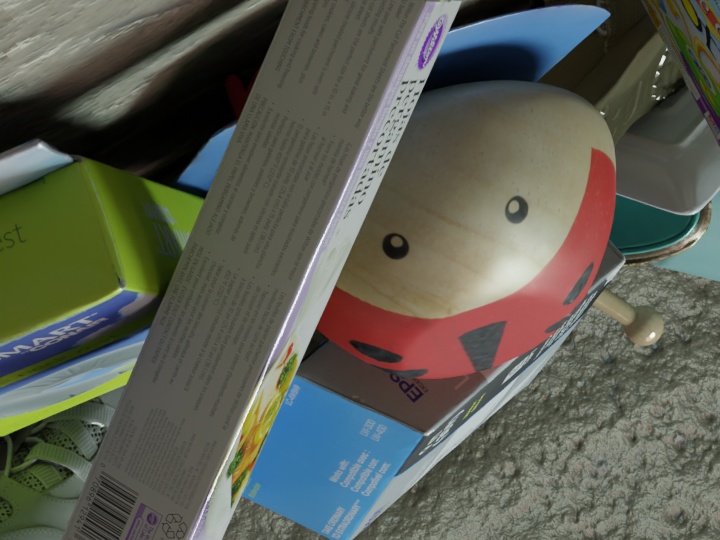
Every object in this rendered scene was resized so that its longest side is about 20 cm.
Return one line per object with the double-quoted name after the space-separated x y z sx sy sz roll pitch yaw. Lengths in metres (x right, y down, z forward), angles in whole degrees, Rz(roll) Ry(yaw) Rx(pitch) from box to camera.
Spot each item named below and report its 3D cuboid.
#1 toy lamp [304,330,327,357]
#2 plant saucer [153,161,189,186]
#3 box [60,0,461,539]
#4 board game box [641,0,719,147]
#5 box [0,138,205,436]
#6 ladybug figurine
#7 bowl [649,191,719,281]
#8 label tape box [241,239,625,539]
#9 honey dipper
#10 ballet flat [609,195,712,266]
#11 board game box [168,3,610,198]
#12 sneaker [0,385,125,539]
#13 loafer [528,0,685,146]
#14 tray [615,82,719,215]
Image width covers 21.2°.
0.000 0.000 0.914 0.200 0.058 0.058 -48 170 19 "toy lamp"
-0.079 -0.018 0.859 0.199 0.030 0.200 -30 177 -2 "plant saucer"
-0.031 0.003 0.572 0.202 0.041 0.039 -67 166 14 "box"
0.161 -0.120 0.704 0.104 0.104 0.200 -29 177 5 "board game box"
-0.109 0.012 0.619 0.121 0.048 0.200 -23 171 10 "box"
0.035 -0.007 0.711 0.134 0.073 0.200 -19 166 4 "ladybug figurine"
0.191 -0.078 1.071 0.104 0.203 0.201 -8 172 -12 "bowl"
0.014 0.059 0.863 0.200 0.066 0.144 -41 170 -28 "label tape box"
0.089 -0.012 1.045 0.038 0.199 0.038 -46 -157 27 "honey dipper"
0.077 -0.040 0.949 0.198 0.071 0.065 8 178 19 "ballet flat"
-0.009 -0.064 0.695 0.157 0.039 0.200 -19 170 -26 "board game box"
-0.129 0.072 0.763 0.074 0.083 0.200 -16 -166 30 "sneaker"
0.106 -0.102 0.848 0.200 0.067 0.076 -45 160 -33 "loafer"
0.166 -0.105 0.921 0.107 0.022 0.200 21 -128 35 "tray"
